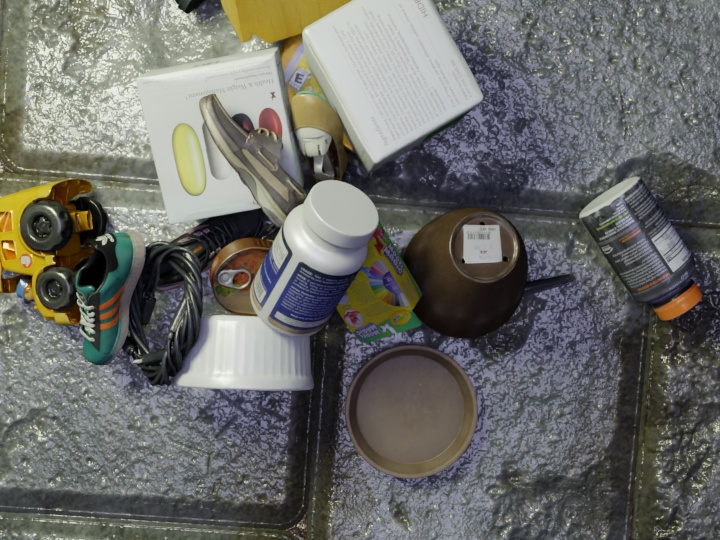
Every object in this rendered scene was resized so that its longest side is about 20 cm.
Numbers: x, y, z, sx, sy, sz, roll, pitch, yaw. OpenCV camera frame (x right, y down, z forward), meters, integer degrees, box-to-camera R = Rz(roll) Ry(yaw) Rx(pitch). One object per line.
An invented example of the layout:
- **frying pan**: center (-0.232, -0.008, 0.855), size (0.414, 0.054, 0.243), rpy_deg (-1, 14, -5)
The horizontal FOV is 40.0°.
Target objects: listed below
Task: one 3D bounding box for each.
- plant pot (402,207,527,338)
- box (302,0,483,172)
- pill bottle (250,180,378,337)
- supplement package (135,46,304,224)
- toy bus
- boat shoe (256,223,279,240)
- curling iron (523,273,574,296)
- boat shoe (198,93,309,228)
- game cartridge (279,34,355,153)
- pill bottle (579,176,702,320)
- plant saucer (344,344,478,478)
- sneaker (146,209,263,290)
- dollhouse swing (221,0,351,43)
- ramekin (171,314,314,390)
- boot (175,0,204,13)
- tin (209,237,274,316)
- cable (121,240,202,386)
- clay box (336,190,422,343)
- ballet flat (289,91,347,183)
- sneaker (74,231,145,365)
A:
- **plant pot**: center (0.155, -0.012, 1.367), size (0.185, 0.200, 0.188), rpy_deg (0, 79, -2)
- **box**: center (0.038, -0.262, 1.341), size (0.171, 0.199, 0.201), rpy_deg (-29, 93, -1)
- **pill bottle**: center (-0.059, -0.015, 1.276), size (0.115, 0.116, 0.200), rpy_deg (30, 132, -3)
- **supplement package**: center (-0.187, -0.190, 1.370), size (0.190, 0.147, 0.201), rpy_deg (-11, 106, 1)
- **toy bus**: center (-0.468, -0.020, 1.407), size (0.190, 0.136, 0.202), rpy_deg (-6, 96, 11)
- **boat shoe**: center (-0.109, -0.041, 1.447), size (0.201, 0.061, 0.072), rpy_deg (-36, 128, 2)
- **curling iron**: center (0.222, 0.024, 1.476), size (0.198, 0.026, 0.050), rpy_deg (-6, 90, -2)
- **boat shoe**: center (-0.134, -0.150, 1.278), size (0.073, 0.075, 0.201), rpy_deg (-36, 114, -4)
- **game cartridge**: center (-0.028, -0.303, 1.450), size (0.176, 0.032, 0.201), rpy_deg (32, 93, -3)
- **pill bottle**: center (0.415, -0.027, 1.441), size (0.106, 0.106, 0.201), rpy_deg (-34, 93, 0)
- **plant saucer**: center (0.076, 0.209, 1.479), size (0.198, 0.029, 0.202), rpy_deg (0, 93, -1)
- **sneaker**: center (-0.227, -0.030, 1.428), size (0.200, 0.086, 0.081), rpy_deg (-37, 94, 0)
- **dollhouse swing**: center (-0.120, -0.454, 1.391), size (0.199, 0.176, 0.183), rpy_deg (-22, 135, -17)
- **ramekin**: center (-0.162, 0.115, 1.386), size (0.199, 0.200, 0.099), rpy_deg (2, 86, -2)
- **boot**: center (-0.252, -0.489, 1.412), size (0.162, 0.073, 0.199), rpy_deg (36, 84, -6)
- **tin**: center (-0.119, 0.013, 1.416), size (0.199, 0.042, 0.113), rpy_deg (7, 114, -27)
- **cable**: center (-0.270, 0.057, 1.336), size (0.051, 0.163, 0.201), rpy_deg (7, 126, -41)
- **clay box**: center (0.000, 0.000, 1.364), size (0.114, 0.048, 0.201), rpy_deg (-19, 112, 35)
- **ballet flat**: center (-0.054, -0.172, 1.372), size (0.068, 0.200, 0.063), rpy_deg (3, 69, 14)
- **sneaker**: center (-0.357, 0.039, 1.342), size (0.071, 0.080, 0.201), rpy_deg (32, 113, 38)
